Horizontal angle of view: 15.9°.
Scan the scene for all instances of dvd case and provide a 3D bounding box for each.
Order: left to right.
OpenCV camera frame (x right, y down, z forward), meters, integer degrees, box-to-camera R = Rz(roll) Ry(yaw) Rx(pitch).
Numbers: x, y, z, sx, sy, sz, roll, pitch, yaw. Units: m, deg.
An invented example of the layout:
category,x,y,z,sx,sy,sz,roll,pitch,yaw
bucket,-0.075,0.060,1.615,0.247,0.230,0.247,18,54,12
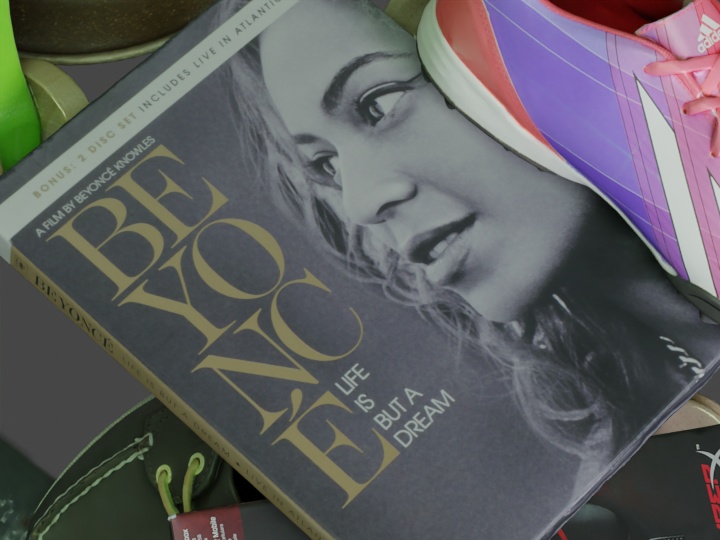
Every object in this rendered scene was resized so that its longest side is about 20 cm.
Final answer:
category,x,y,z,sx,sy,sz,roll,pitch,yaw
dvd case,0.000,0.000,0.793,0.200,0.016,0.149,40,63,17

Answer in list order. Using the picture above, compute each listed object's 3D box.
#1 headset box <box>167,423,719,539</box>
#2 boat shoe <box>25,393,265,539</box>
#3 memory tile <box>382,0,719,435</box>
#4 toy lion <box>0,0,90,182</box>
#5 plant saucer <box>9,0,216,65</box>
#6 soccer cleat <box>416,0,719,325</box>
category,x,y,z,sx,sy,sz,roll,pitch,yaw
headset box,0.030,0.141,0.779,0.198,0.075,0.150,-8,65,-5
boat shoe,-0.032,0.064,0.851,0.200,0.061,0.072,-26,94,15
memory tile,0.045,-0.001,0.863,0.152,0.017,0.202,-9,97,16
toy lion,-0.176,-0.126,0.833,0.191,0.069,0.201,18,120,30
plant saucer,-0.099,-0.169,0.890,0.199,0.037,0.202,0,88,1
soccer cleat,0.108,-0.041,0.785,0.200,0.073,0.068,38,47,11
